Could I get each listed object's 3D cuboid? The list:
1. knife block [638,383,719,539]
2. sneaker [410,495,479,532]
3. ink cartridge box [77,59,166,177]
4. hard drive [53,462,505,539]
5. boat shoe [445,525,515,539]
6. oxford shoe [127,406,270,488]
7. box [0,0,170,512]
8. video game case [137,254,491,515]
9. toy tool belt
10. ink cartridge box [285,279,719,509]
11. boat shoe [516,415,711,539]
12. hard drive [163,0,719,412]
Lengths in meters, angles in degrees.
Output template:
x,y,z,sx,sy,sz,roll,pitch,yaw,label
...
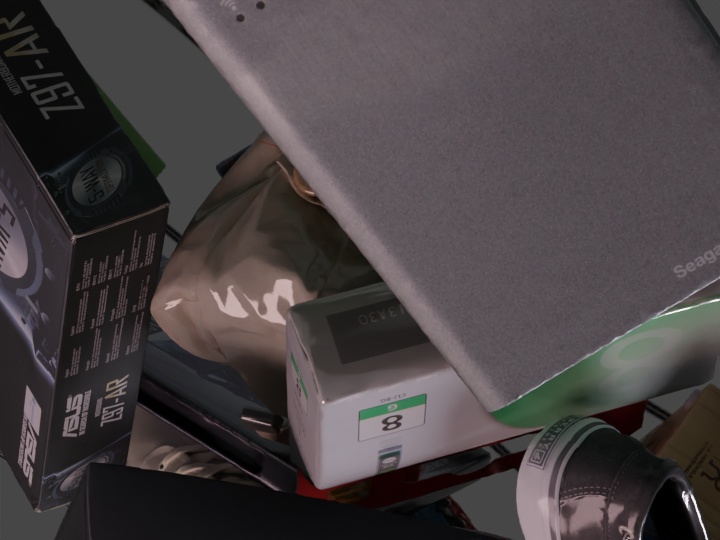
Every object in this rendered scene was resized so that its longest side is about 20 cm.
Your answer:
x,y,z,sx,sy,sz,roll,pitch,yaw,label
0.179,0.134,1.192,0.175,0.064,0.200,39,157,1,knife block
0.020,0.156,1.370,0.079,0.095,0.200,54,180,-29,sneaker
-0.160,-0.065,1.334,0.200,0.059,0.104,1,136,55,ink cartridge box
-0.026,0.138,1.149,0.200,0.042,0.135,13,144,-12,hard drive
0.027,0.158,1.261,0.072,0.071,0.200,27,157,-26,boat shoe
-0.059,0.104,1.284,0.200,0.075,0.058,-114,21,-45,oxford shoe
-0.143,-0.018,1.194,0.160,0.043,0.200,56,153,27,box
-0.051,0.054,1.330,0.200,0.019,0.143,30,-162,19,video game case
0.000,0.000,1.186,0.125,0.123,0.200,10,159,23,toy tool belt
0.053,0.057,1.128,0.200,0.161,0.050,90,162,-59,ink cartridge box
0.122,0.133,1.119,0.066,0.070,0.200,17,143,39,boat shoe
0.046,-0.061,0.962,0.200,0.139,0.033,51,-165,-27,hard drive
